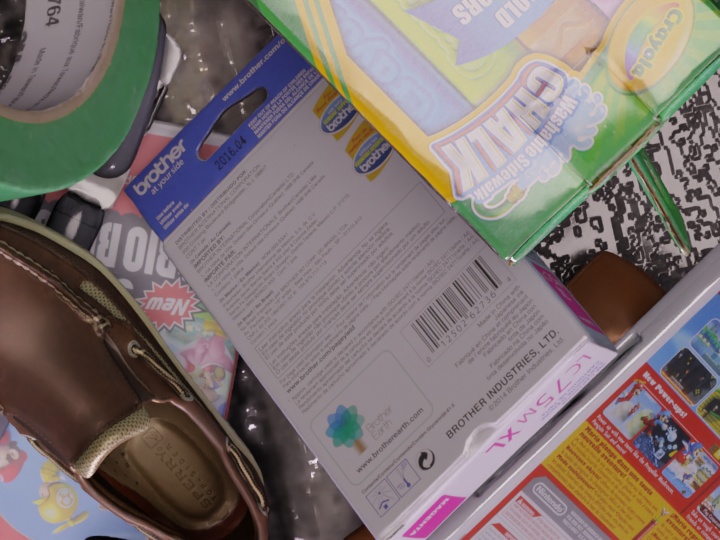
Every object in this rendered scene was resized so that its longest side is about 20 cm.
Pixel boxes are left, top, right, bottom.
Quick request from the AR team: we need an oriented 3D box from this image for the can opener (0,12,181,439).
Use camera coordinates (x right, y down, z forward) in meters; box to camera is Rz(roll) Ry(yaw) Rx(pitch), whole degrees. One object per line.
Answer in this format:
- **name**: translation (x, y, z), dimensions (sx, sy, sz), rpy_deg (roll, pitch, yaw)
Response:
- **can opener**: translation (-0.135, -0.021, 1.007), dimensions (0.053, 0.067, 0.201), rpy_deg (25, 89, -4)

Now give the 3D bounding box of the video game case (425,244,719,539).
- **video game case**: translation (0.121, 0.100, 1.021), dimensions (0.200, 0.017, 0.143), rpy_deg (-44, 124, 3)

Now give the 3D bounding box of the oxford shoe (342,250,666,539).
- **oxford shoe**: translation (0.055, 0.071, 1.050), dimensions (0.200, 0.071, 0.071), rpy_deg (-41, 66, -2)

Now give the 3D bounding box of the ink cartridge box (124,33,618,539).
- **ink cartridge box**: translation (0.000, 0.000, 0.989), dimensions (0.119, 0.042, 0.200), rpy_deg (-45, 65, 12)

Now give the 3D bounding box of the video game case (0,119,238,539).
- **video game case**: translation (-0.124, 0.030, 1.052), dimensions (0.142, 0.017, 0.201), rpy_deg (11, 91, -4)

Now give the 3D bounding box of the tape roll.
- **tape roll**: translation (-0.149, -0.125, 0.897), dimensions (0.048, 0.200, 0.201), rpy_deg (-8, 92, 29)

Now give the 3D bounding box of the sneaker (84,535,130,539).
- **sneaker**: translation (-0.044, 0.193, 1.033), dimensions (0.199, 0.060, 0.105), rpy_deg (23, 87, -18)

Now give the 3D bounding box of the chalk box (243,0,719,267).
- **chalk box**: translation (0.063, -0.091, 0.911), dimensions (0.200, 0.124, 0.124), rpy_deg (44, 101, -6)

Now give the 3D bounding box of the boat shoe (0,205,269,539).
- **boat shoe**: translation (-0.105, 0.049, 0.974), dimensions (0.075, 0.075, 0.202), rpy_deg (-46, 116, 4)
